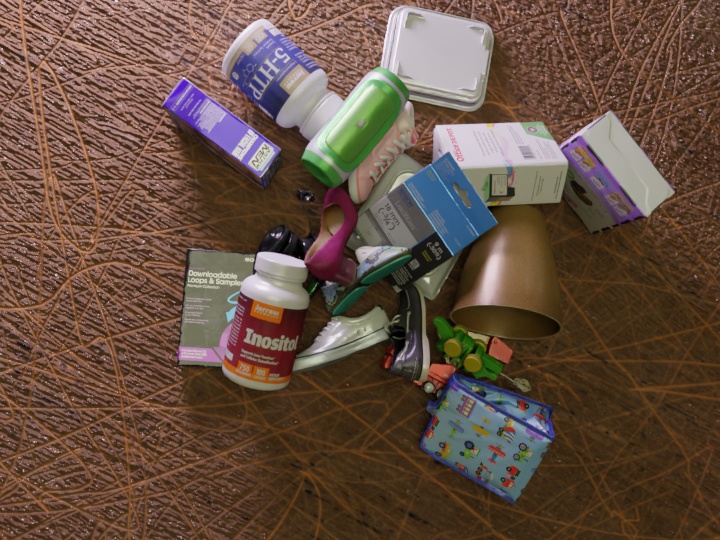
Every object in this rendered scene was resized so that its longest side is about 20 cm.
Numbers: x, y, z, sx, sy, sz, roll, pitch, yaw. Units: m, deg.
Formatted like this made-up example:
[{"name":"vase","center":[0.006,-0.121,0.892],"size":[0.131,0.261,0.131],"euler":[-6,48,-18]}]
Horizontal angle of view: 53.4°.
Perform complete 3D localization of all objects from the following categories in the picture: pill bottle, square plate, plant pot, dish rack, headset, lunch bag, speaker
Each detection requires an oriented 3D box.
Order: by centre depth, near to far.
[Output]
[{"name":"pill bottle","center":[-0.146,0.078,1.137],"size":[0.112,0.113,0.202],"euler":[13,99,-4]},{"name":"speaker","center":[-0.007,-0.234,1.176],"size":[0.088,0.088,0.200],"euler":[39,83,-1]},{"name":"lunch bag","center":[0.200,0.271,1.198],"size":[0.199,0.094,0.151],"euler":[23,115,3]},{"name":"plant pot","center":[0.254,-0.005,1.216],"size":[0.185,0.187,0.202],"euler":[11,72,-4]},{"name":"pill bottle","center":[-0.125,-0.316,1.221],"size":[0.200,0.120,0.120],"euler":[41,83,-1]},{"name":"headset","center":[-0.116,-0.039,1.224],"size":[0.123,0.094,0.201],"euler":[15,94,-28]},{"name":"square plate","center":[0.099,-0.083,1.270],"size":[0.199,0.028,0.199],"euler":[32,83,-2]},{"name":"dish rack","center":[0.142,-0.389,1.291],"size":[0.198,0.044,0.173],"euler":[11,84,-6]}]

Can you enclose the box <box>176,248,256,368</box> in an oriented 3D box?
[{"name":"box","center":[-0.233,0.066,1.223],"size":[0.142,0.036,0.202],"euler":[3,84,-6]}]

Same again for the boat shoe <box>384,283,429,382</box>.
[{"name":"boat shoe","center":[0.073,0.095,1.189],"size":[0.062,0.073,0.201],"euler":[5,45,-9]}]

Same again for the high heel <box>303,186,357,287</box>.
[{"name":"high heel","center":[-0.054,-0.072,1.160],"size":[0.067,0.096,0.201],"euler":[-34,48,30]}]

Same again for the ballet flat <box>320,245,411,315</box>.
[{"name":"ballet flat","center":[0.000,0.000,1.181],"size":[0.200,0.074,0.074],"euler":[-39,89,33]}]

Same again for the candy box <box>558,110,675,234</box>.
[{"name":"candy box","center":[0.409,-0.159,1.219],"size":[0.071,0.200,0.168],"euler":[-38,90,-8]}]

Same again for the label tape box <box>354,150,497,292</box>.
[{"name":"label tape box","center":[0.099,-0.076,1.165],"size":[0.200,0.063,0.145],"euler":[-36,89,37]}]

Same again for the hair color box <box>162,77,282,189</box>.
[{"name":"hair color box","center":[-0.229,-0.227,1.210],"size":[0.199,0.109,0.065],"euler":[35,83,-1]}]

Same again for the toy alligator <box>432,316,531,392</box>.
[{"name":"toy alligator","center":[0.191,0.154,1.201],"size":[0.200,0.059,0.054],"euler":[38,123,-1]}]

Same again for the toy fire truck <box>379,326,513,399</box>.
[{"name":"toy fire truck","center":[0.148,0.151,1.246],"size":[0.199,0.049,0.142],"euler":[28,83,-2]}]

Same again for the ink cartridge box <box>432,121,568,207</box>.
[{"name":"ink cartridge box","center":[0.232,-0.183,1.227],"size":[0.198,0.145,0.084],"euler":[-3,129,-5]}]

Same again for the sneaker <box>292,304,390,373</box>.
[{"name":"sneaker","center":[-0.041,0.117,1.227],"size":[0.199,0.073,0.071],"euler":[-20,78,-16]}]

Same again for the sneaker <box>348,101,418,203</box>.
[{"name":"sneaker","center":[0.043,-0.209,1.242],"size":[0.104,0.075,0.202],"euler":[10,81,13]}]
